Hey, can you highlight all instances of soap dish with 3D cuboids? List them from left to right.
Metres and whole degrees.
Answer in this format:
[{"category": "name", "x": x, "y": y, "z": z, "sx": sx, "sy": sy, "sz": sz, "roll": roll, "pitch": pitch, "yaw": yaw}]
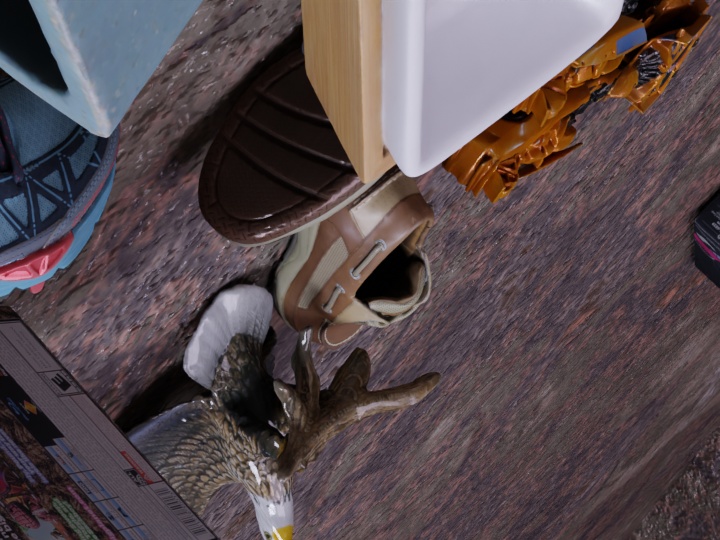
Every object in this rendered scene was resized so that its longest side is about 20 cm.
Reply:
[{"category": "soap dish", "x": 0.043, "y": -0.151, "z": 0.890, "sx": 0.157, "sy": 0.081, "sz": 0.201, "roll": -38, "pitch": 151, "yaw": -24}]

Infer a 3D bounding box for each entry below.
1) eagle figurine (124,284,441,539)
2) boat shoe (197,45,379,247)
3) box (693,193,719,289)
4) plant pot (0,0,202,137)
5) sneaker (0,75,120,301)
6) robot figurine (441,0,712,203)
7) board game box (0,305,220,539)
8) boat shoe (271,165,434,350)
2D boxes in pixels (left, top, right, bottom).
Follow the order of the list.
[{"category": "eagle figurine", "x": -0.073, "y": 0.104, "z": 1.262, "sx": 0.151, "sy": 0.152, "sz": 0.200, "roll": 20, "pitch": 159, "yaw": -30}, {"category": "boat shoe", "x": 0.006, "y": -0.086, "z": 1.028, "sx": 0.202, "sy": 0.075, "sz": 0.075, "roll": -44, "pitch": 170, "yaw": -4}, {"category": "box", "x": 0.399, "y": -0.022, "z": 2.080, "sx": 0.106, "sy": 0.122, "sz": 0.200, "roll": -45, "pitch": 164, "yaw": -2}, {"category": "plant pot", "x": -0.069, "y": -0.185, "z": 0.395, "sx": 0.200, "sy": 0.196, "sz": 0.196, "roll": -50, "pitch": 165, "yaw": -14}, {"category": "sneaker", "x": -0.155, "y": -0.032, "z": 0.747, "sx": 0.200, "sy": 0.079, "sz": 0.096, "roll": -32, "pitch": 158, "yaw": -40}, {"category": "robot figurine", "x": 0.137, "y": -0.119, "z": 1.296, "sx": 0.200, "sy": 0.058, "sz": 0.145, "roll": -31, "pitch": 160, "yaw": -39}, {"category": "board game box", "x": -0.175, "y": 0.105, "z": 0.886, "sx": 0.097, "sy": 0.159, "sz": 0.200, "roll": -49, "pitch": 163, "yaw": 16}, {"category": "boat shoe", "x": 0.000, "y": 0.000, "z": 1.219, "sx": 0.076, "sy": 0.074, "sz": 0.200, "roll": -39, "pitch": 163, "yaw": -20}]
